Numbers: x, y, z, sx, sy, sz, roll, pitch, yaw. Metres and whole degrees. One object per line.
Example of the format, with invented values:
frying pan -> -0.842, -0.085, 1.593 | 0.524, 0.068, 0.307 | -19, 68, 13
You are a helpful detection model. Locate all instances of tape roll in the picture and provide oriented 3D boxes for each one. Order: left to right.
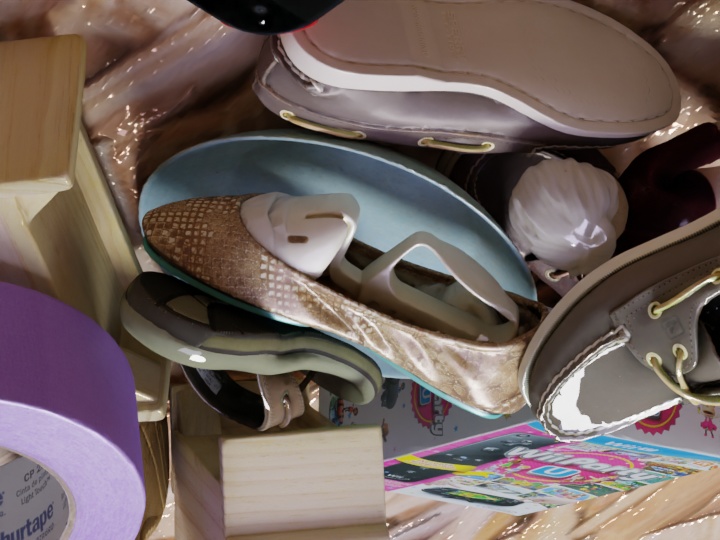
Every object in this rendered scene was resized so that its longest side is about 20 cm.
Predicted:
tape roll -> -0.198, 0.087, 0.877 | 0.200, 0.066, 0.200 | -8, 143, -6

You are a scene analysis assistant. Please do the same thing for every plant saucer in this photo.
plant saucer -> -0.008, -0.016, 0.954 | 0.201, 0.039, 0.201 | 12, 148, 8

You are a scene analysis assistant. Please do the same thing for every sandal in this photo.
sandal -> -0.058, 0.043, 0.919 | 0.201, 0.080, 0.057 | 17, 99, -63

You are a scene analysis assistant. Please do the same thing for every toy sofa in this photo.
toy sofa -> -0.154, -0.012, 0.901 | 0.097, 0.083, 0.200 | -4, 143, 7
toy sofa -> -0.047, 0.116, 1.023 | 0.083, 0.098, 0.200 | -3, -175, -13

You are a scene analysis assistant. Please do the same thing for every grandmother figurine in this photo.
grandmother figurine -> 0.150, -0.024, 0.928 | 0.200, 0.061, 0.122 | 2, 111, -39

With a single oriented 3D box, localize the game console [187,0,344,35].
game console -> -0.052, -0.174, 0.728 | 0.200, 0.031, 0.177 | 29, 138, -31

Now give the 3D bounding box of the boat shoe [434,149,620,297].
boat shoe -> 0.117, -0.016, 0.980 | 0.072, 0.072, 0.200 | -48, 134, 7

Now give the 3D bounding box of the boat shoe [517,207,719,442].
boat shoe -> 0.152, 0.020, 0.840 | 0.202, 0.060, 0.072 | -36, 127, 25

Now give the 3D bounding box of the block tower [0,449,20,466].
block tower -> -0.240, 0.061, 1.013 | 0.058, 0.054, 0.200 | -28, 141, 23

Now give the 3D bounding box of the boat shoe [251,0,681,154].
boat shoe -> 0.049, -0.085, 0.888 | 0.200, 0.072, 0.060 | 5, 150, -24

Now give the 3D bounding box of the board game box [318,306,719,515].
board game box -> 0.090, 0.082, 1.074 | 0.147, 0.064, 0.200 | 13, 158, -32

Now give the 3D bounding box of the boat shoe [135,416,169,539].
boat shoe -> -0.145, 0.120, 1.021 | 0.069, 0.200, 0.071 | -2, 119, 9

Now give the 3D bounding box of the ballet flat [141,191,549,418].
ballet flat -> 0.000, 0.000, 0.894 | 0.200, 0.071, 0.065 | 23, 121, -14
